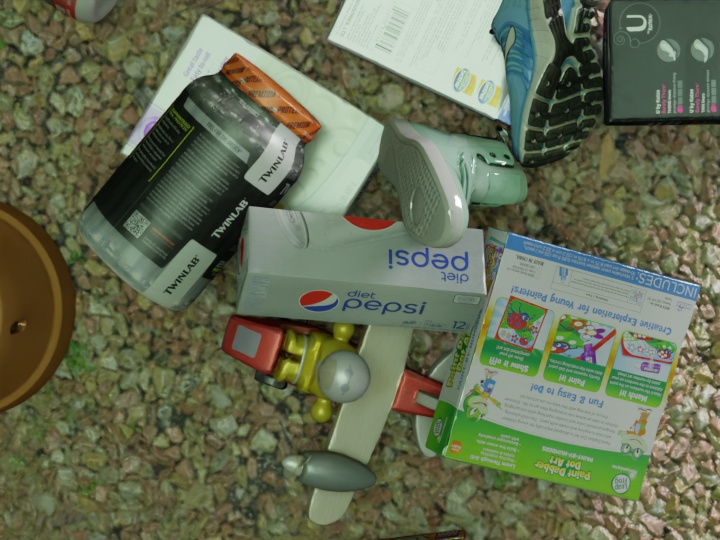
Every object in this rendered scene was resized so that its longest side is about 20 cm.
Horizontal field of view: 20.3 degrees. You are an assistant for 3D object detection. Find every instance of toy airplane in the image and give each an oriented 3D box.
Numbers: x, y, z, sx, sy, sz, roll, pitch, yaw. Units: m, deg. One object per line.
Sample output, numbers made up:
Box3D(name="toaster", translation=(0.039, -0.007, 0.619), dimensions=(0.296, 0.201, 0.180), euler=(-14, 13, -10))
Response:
Box3D(name="toy airplane", translation=(0.001, 0.094, 1.724), dimensions=(0.199, 0.141, 0.200), euler=(-26, 89, 4))

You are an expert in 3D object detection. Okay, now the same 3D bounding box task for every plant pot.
Box3D(name="plant pot", translation=(-0.361, 0.036, 1.753), dimensions=(0.199, 0.140, 0.201), euler=(0, 93, 4))

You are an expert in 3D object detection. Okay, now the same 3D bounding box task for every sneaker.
Box3D(name="sneaker", translation=(0.091, -0.072, 1.649), dimensions=(0.118, 0.201, 0.074), euler=(7, 113, -14))
Box3D(name="sneaker", translation=(0.153, -0.186, 1.706), dimensions=(0.078, 0.090, 0.201), euler=(-8, 113, -31))

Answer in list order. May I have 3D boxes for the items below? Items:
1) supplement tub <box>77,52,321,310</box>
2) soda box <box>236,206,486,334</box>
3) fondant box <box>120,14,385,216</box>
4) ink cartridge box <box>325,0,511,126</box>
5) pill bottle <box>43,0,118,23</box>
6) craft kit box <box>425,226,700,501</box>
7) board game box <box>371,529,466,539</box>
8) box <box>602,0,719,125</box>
Box3D(name="supplement tub", translation=(-0.132, -0.076, 1.683), dimensions=(0.122, 0.123, 0.200), euler=(41, 97, 2))
Box3D(name="soda box", translation=(0.000, 0.000, 1.647), dimensions=(0.199, 0.064, 0.068), euler=(6, 55, -9))
Box3D(name="fondant box", translation=(-0.088, -0.111, 1.768), dimensions=(0.200, 0.058, 0.145), euler=(32, 94, 4))
Box3D(name="ink cartridge box", translation=(0.083, -0.212, 1.759), dimensions=(0.200, 0.042, 0.120), euler=(26, 93, 5))
Box3D(name="pill bottle", translation=(-0.292, -0.310, 1.750), dimensions=(0.200, 0.116, 0.116), euler=(30, 94, 4))
Box3D(name="craft kit box", translation=(0.174, 0.082, 1.717), dimensions=(0.200, 0.048, 0.198), euler=(15, 90, -24))
Box3D(name="board game box", translation=(0.003, 0.317, 1.777), dimensions=(0.199, 0.046, 0.152), euler=(-7, 91, 5))
Box3D(name="box", translation=(0.307, -0.176, 1.700), dimensions=(0.199, 0.122, 0.106), euler=(-1, 92, 4))
